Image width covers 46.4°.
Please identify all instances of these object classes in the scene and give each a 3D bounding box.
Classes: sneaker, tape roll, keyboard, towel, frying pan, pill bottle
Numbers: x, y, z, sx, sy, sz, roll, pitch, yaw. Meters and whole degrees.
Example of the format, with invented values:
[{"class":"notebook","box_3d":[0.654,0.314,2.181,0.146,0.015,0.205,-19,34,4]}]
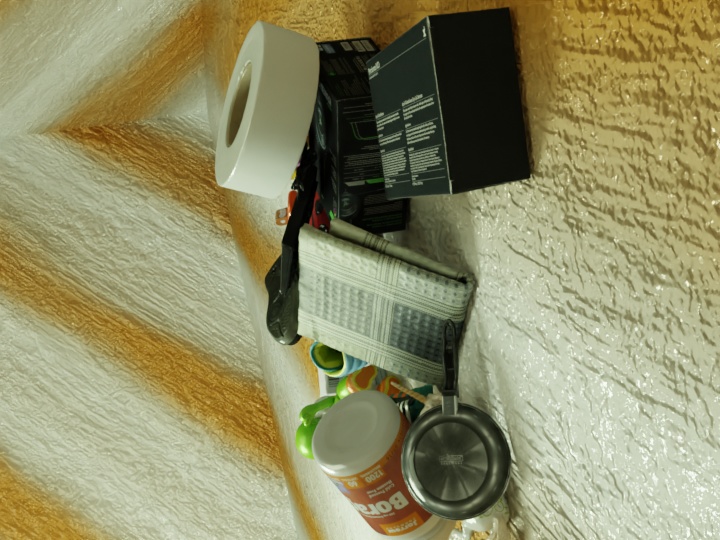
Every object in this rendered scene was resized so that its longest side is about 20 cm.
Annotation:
[{"class":"sneaker","box_3d":[-0.071,0.052,1.149,0.077,0.114,0.200,-55,18,13]},{"class":"tape roll","box_3d":[-0.116,-0.193,1.018,0.202,0.070,0.205,-167,90,-70]},{"class":"keyboard","box_3d":[-0.069,-0.072,0.992,0.201,0.020,0.128,-82,-3,-57]},{"class":"towel","box_3d":[0.020,0.037,0.936,0.194,0.198,0.035,96,-162,-49]},{"class":"sneaker","box_3d":[-0.019,0.092,1.176,0.200,0.129,0.080,-178,71,-74]},{"class":"frying pan","box_3d":[0.105,0.154,0.840,0.031,0.114,0.192,25,-97,-68]},{"class":"pill bottle","box_3d":[0.036,0.243,0.986,0.201,0.112,0.112,56,-178,-32]},{"class":"sneaker","box_3d":[0.054,0.187,1.054,0.200,0.079,0.072,126,133,-71]}]

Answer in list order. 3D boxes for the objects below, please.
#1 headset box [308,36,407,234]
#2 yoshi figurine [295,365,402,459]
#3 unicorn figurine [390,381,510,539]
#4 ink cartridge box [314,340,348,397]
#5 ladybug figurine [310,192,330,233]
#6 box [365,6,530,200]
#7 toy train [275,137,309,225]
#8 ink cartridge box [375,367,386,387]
[{"class":"headset box","box_3d":[-0.007,-0.161,1.049,0.175,0.092,0.202,-114,19,-50]},{"class":"yoshi figurine","box_3d":[-0.030,0.218,1.223,0.200,0.111,0.113,-42,65,43]},{"class":"unicorn figurine","box_3d":[0.110,0.217,0.896,0.200,0.073,0.138,51,151,33]},{"class":"ink cartridge box","box_3d":[-0.062,0.132,1.421,0.200,0.056,0.165,144,120,-70]},{"class":"ladybug figurine","box_3d":[-0.035,-0.065,1.224,0.136,0.071,0.202,129,135,-69]},{"class":"box","box_3d":[0.072,-0.142,0.762,0.200,0.078,0.143,-164,63,-76]},{"class":"toy train","box_3d":[-0.098,-0.146,1.161,0.151,0.055,0.202,91,178,-55]},{"class":"ink cartridge box","box_3d":[0.017,0.240,1.332,0.174,0.043,0.202,117,142,-69]}]
